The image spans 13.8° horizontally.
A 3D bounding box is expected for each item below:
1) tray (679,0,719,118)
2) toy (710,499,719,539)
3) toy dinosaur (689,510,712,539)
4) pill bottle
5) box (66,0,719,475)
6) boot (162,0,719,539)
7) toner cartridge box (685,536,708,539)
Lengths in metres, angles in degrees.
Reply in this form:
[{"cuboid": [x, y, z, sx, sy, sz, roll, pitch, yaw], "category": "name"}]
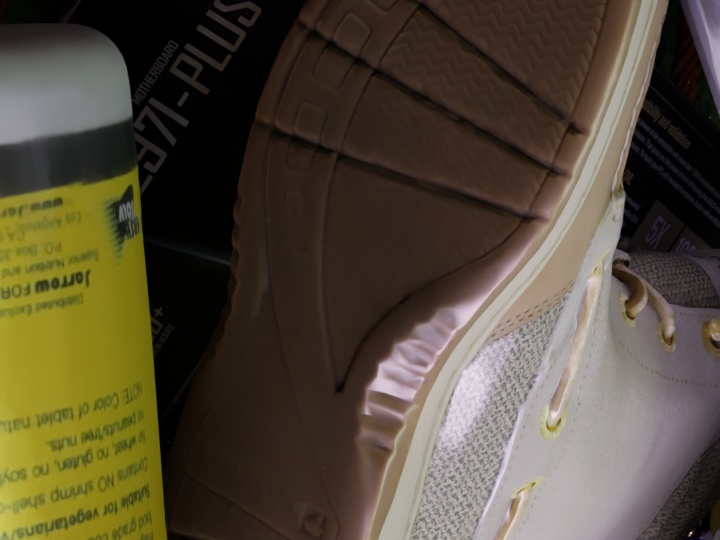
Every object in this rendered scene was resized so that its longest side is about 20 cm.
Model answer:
[{"cuboid": [0.076, -0.092, 0.681, 0.022, 0.201, 0.108, -17, 144, 4], "category": "tray"}, {"cuboid": [0.106, 0.072, 0.722, 0.115, 0.047, 0.200, -61, 174, 6], "category": "toy"}, {"cuboid": [0.125, 0.014, 0.932, 0.136, 0.102, 0.201, -4, 100, -67], "category": "toy dinosaur"}, {"cuboid": [-0.093, 0.057, 0.570, 0.112, 0.112, 0.201, -12, 102, -48], "category": "pill bottle"}, {"cuboid": [0.000, 0.000, 0.730, 0.164, 0.086, 0.200, -56, 148, 1], "category": "box"}, {"cuboid": [0.042, -0.002, 0.640, 0.154, 0.072, 0.201, -7, 124, -52], "category": "boot"}, {"cuboid": [0.027, 0.134, 0.833, 0.200, 0.095, 0.043, -38, 126, -50], "category": "toner cartridge box"}]
